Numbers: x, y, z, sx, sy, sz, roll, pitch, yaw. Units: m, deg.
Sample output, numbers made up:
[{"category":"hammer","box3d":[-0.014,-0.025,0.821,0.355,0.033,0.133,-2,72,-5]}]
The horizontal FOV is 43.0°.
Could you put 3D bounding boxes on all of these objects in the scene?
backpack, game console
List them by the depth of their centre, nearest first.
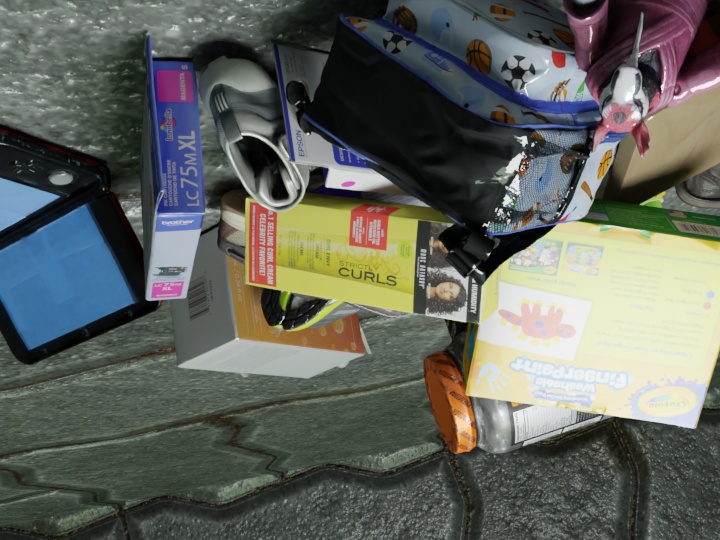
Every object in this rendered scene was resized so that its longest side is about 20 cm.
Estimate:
[{"category":"backpack","box3d":[0.083,-0.107,0.605,0.189,0.200,0.155,0,127,-52]},{"category":"game console","box3d":[-0.295,-0.009,0.765,0.198,0.120,0.172,-22,158,29]}]

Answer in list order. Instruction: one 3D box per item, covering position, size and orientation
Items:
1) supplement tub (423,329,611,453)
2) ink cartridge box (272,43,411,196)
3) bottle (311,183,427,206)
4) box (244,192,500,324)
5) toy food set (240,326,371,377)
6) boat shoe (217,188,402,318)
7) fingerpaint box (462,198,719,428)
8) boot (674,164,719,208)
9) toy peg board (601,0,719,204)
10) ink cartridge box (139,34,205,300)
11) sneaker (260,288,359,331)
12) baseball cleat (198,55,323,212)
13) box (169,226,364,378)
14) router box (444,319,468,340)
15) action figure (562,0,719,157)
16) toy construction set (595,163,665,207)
[{"category":"supplement tub","box3d":[0.168,0.101,0.886,0.197,0.124,0.123,-16,162,-9]},{"category":"ink cartridge box","box3d":[0.019,-0.107,0.693,0.198,0.096,0.037,4,157,-36]},{"category":"bottle","box3d":[0.045,-0.065,0.811,0.198,0.066,0.083,-21,171,-32]},{"category":"box","box3d":[0.008,-0.015,0.696,0.197,0.076,0.050,10,-164,24]},{"category":"toy food set","box3d":[-0.088,0.114,1.318,0.197,0.061,0.144,-12,161,2]},{"category":"boat shoe","box3d":[-0.044,-0.007,0.839,0.198,0.072,0.065,26,124,7]},{"category":"fingerpaint box","box3d":[0.195,0.030,0.764,0.197,0.169,0.074,7,-158,1]},{"category":"boot","box3d":[0.416,-0.120,0.914,0.197,0.070,0.174,-10,162,3]},{"category":"toy peg board","box3d":[0.274,-0.159,0.727,0.197,0.099,0.200,-27,162,0]},{"category":"ink cartridge box","box3d":[-0.142,-0.067,0.680,0.041,0.121,0.200,-3,159,-14]},{"category":"sneaker","box3d":[0.000,0.000,0.899,0.198,0.075,0.081,-24,165,17]},{"category":"baseball cleat","box3d":[-0.056,-0.085,0.698,0.069,0.108,0.199,-24,159,22]},{"category":"box","box3d":[-0.101,0.040,1.000,0.097,0.126,0.199,-24,157,34]},{"category":"router box","box3d":[0.156,0.008,0.908,0.148,0.063,0.200,-19,163,-3]},{"category":"action figure","box3d":[0.157,-0.152,0.510,0.133,0.202,0.149,25,168,-8]},{"category":"toy construction set","box3d":[0.259,-0.067,0.966,0.129,0.093,0.201,-11,150,-1]}]
